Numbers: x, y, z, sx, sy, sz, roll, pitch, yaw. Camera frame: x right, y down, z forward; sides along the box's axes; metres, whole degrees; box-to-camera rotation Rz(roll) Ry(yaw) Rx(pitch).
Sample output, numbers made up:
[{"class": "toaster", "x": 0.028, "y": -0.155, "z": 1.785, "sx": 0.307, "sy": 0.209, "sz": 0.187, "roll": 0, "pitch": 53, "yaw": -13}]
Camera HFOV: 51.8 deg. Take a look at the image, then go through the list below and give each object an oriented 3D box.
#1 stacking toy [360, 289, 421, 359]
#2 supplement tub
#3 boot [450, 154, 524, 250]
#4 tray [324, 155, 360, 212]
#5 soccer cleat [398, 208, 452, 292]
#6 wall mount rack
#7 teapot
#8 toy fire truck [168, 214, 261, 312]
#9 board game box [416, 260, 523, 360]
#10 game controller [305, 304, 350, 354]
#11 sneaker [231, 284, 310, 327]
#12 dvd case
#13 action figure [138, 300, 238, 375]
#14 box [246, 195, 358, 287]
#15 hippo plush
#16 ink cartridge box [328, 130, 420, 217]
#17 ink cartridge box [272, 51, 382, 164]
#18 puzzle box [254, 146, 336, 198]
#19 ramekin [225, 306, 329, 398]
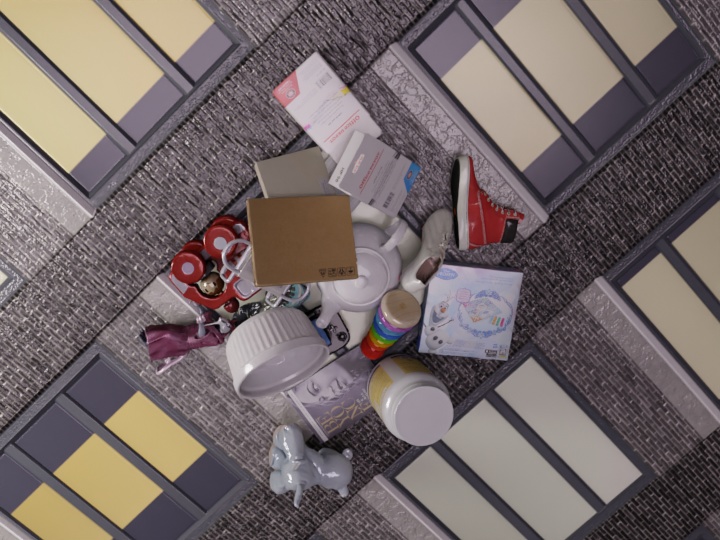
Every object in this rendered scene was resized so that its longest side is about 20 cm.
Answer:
[{"class": "stacking toy", "x": 0.049, "y": 0.124, "z": 1.529, "sx": 0.085, "sy": 0.086, "sz": 0.200, "roll": 21, "pitch": 140, "yaw": -10}, {"class": "supplement tub", "x": 0.102, "y": 0.267, "z": 1.537, "sx": 0.145, "sy": 0.200, "sz": 0.146, "roll": -2, "pitch": 100, "yaw": -12}, {"class": "boot", "x": 0.262, "y": -0.146, "z": 1.518, "sx": 0.144, "sy": 0.072, "sz": 0.201, "roll": -8, "pitch": 113, "yaw": -3}, {"class": "tray", "x": -0.037, "y": -0.173, "z": 1.478, "sx": 0.107, "sy": 0.022, "sz": 0.200, "roll": 40, "pitch": 81, "yaw": -12}, {"class": "soccer cleat", "x": 0.147, "y": -0.041, "z": 1.497, "sx": 0.069, "sy": 0.077, "sz": 0.201, "roll": 38, "pitch": 67, "yaw": -25}, {"class": "wall mount rack", "x": -0.173, "y": -0.031, "z": 1.426, "sx": 0.200, "sy": 0.075, "sz": 0.174, "roll": 32, "pitch": 91, "yaw": -33}, {"class": "teapot", "x": 0.000, "y": 0.000, "z": 1.495, "sx": 0.196, "sy": 0.146, "sz": 0.201, "roll": -5, "pitch": 104, "yaw": -4}, {"class": "toy fire truck", "x": -0.274, "y": -0.003, "z": 1.488, "sx": 0.200, "sy": 0.112, "sz": 0.168, "roll": -38, "pitch": 103, "yaw": 7}, {"class": "board game box", "x": 0.232, "y": 0.085, "z": 1.589, "sx": 0.199, "sy": 0.043, "sz": 0.200, "roll": 6, "pitch": 105, "yaw": -6}, {"class": "game controller", "x": -0.124, "y": 0.153, "z": 1.580, "sx": 0.199, "sy": 0.042, "sz": 0.105, "roll": -29, "pitch": 105, "yaw": 3}, {"class": "sneaker", "x": -0.183, "y": 0.091, "z": 1.541, "sx": 0.200, "sy": 0.086, "sz": 0.078, "roll": -35, "pitch": 64, "yaw": 24}, {"class": "dvd case", "x": -0.045, "y": 0.273, "z": 1.632, "sx": 0.200, "sy": 0.016, "sz": 0.149, "roll": -33, "pitch": 105, "yaw": 5}, {"class": "action figure", "x": -0.342, "y": 0.141, "z": 1.513, "sx": 0.199, "sy": 0.134, "sz": 0.150, "roll": -7, "pitch": 106, "yaw": 0}, {"class": "box", "x": -0.107, "y": -0.058, "z": 1.386, "sx": 0.199, "sy": 0.021, "sz": 0.164, "roll": -4, "pitch": 83, "yaw": -19}, {"class": "hippo plush", "x": -0.097, "y": 0.406, "z": 1.596, "sx": 0.160, "sy": 0.200, "sz": 0.160, "roll": 4, "pitch": 82, "yaw": -24}, {"class": "ink cartridge box", "x": 0.018, "y": -0.189, "z": 1.420, "sx": 0.200, "sy": 0.068, "sz": 0.116, "roll": 21, "pitch": 98, "yaw": -54}, {"class": "ink cartridge box", "x": -0.064, "y": -0.309, "z": 1.444, "sx": 0.116, "sy": 0.068, "sz": 0.200, "roll": -41, "pitch": 103, "yaw": 1}, {"class": "puzzle box", "x": -0.111, "y": -0.127, "z": 1.422, "sx": 0.133, "sy": 0.025, "sz": 0.201, "roll": -17, "pitch": 87, "yaw": -21}, {"class": "ramekin", "x": -0.172, "y": 0.160, "z": 1.474, "sx": 0.200, "sy": 0.200, "sz": 0.105, "roll": -31, "pitch": 65, "yaw": 4}]
